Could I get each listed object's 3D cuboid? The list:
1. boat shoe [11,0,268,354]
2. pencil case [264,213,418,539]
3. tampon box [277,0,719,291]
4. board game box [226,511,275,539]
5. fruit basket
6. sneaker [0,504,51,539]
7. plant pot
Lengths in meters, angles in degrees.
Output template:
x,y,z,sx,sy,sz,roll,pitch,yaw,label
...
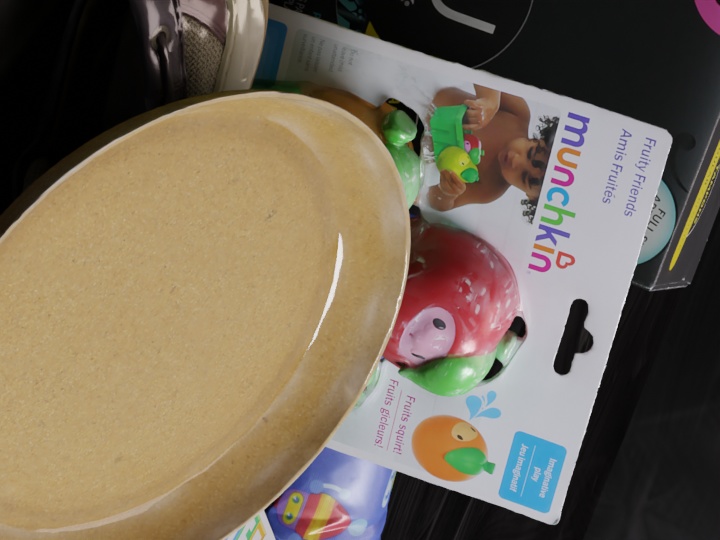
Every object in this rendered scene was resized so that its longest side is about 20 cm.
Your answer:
x,y,z,sx,sy,sz,roll,pitch,yaw,label
-0.088,-0.025,0.665,0.065,0.072,0.200,-16,135,-47,boat shoe
0.002,0.063,1.060,0.087,0.078,0.200,-14,124,-71,pencil case
0.074,-0.094,0.865,0.126,0.200,0.150,-1,111,-74,tampon box
-0.094,0.162,0.948,0.200,0.034,0.135,78,36,-64,board game box
0.000,0.000,0.739,0.094,0.200,0.186,-48,155,-55,fruit basket
-0.097,0.089,0.745,0.200,0.083,0.074,-23,133,-68,sneaker
-0.068,0.024,0.646,0.200,0.027,0.200,-27,137,-27,plant pot
